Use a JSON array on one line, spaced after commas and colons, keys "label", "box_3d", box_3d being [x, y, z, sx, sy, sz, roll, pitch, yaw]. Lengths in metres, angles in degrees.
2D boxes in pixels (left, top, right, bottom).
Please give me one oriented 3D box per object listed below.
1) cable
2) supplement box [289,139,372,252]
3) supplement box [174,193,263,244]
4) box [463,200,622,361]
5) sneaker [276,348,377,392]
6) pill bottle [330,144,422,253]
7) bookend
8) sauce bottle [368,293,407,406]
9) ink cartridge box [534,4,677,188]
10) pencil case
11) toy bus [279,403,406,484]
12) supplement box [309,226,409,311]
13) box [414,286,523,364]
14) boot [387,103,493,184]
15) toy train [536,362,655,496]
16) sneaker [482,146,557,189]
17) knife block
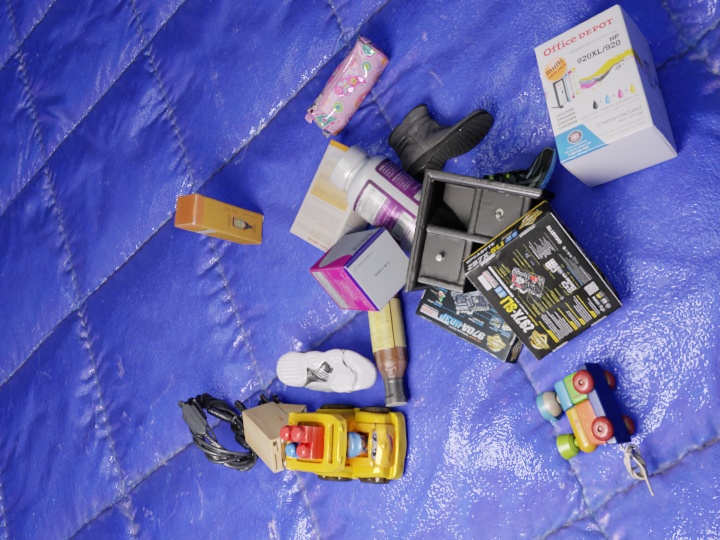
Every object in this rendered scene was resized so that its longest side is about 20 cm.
[{"label": "cable", "box_3d": [-0.272, 0.325, 1.530, 0.199, 0.163, 0.051, 42, 98, 27]}, {"label": "supplement box", "box_3d": [-0.039, -0.135, 1.509, 0.125, 0.073, 0.203, 30, 96, 37]}, {"label": "supplement box", "box_3d": [-0.291, -0.104, 1.613, 0.068, 0.198, 0.068, -5, 77, 38]}, {"label": "box", "box_3d": [0.276, 0.019, 1.170, 0.159, 0.200, 0.050, -36, 20, 22]}, {"label": "sneaker", "box_3d": [-0.048, 0.187, 1.429, 0.195, 0.115, 0.077, 0, 80, 23]}, {"label": "pill bottle", "box_3d": [0.046, -0.133, 1.382, 0.199, 0.112, 0.113, 39, 104, 9]}, {"label": "bookend", "box_3d": [0.188, -0.045, 1.238, 0.195, 0.092, 0.205, 15, 98, 26]}, {"label": "sauce bottle", "box_3d": [0.051, 0.140, 1.389, 0.065, 0.065, 0.205, -16, 69, 32]}, {"label": "ink cartridge box", "box_3d": [0.375, -0.262, 1.184, 0.145, 0.143, 0.205, -20, 68, 32]}, {"label": "pencil case", "box_3d": [-0.027, -0.368, 1.546, 0.201, 0.087, 0.088, -51, 56, 15]}, {"label": "toy bus", "box_3d": [-0.043, 0.299, 1.347, 0.196, 0.191, 0.139, -5, 75, 34]}, {"label": "supplement box", "box_3d": [0.000, 0.000, 1.362, 0.101, 0.104, 0.199, -44, 15, -16]}, {"label": "box", "box_3d": [0.204, 0.042, 1.307, 0.198, 0.046, 0.162, 26, 96, 37]}, {"label": "boot", "box_3d": [0.138, -0.260, 1.413, 0.198, 0.069, 0.134, -35, 56, 21]}, {"label": "toy train", "box_3d": [0.342, 0.251, 1.143, 0.115, 0.084, 0.204, -36, 61, 37]}, {"label": "sneaker", "box_3d": [0.245, -0.136, 1.288, 0.199, 0.071, 0.083, -40, 95, 25]}, {"label": "knife block", "box_3d": [-0.192, 0.300, 1.462, 0.171, 0.200, 0.066, -2, 105, 18]}]
